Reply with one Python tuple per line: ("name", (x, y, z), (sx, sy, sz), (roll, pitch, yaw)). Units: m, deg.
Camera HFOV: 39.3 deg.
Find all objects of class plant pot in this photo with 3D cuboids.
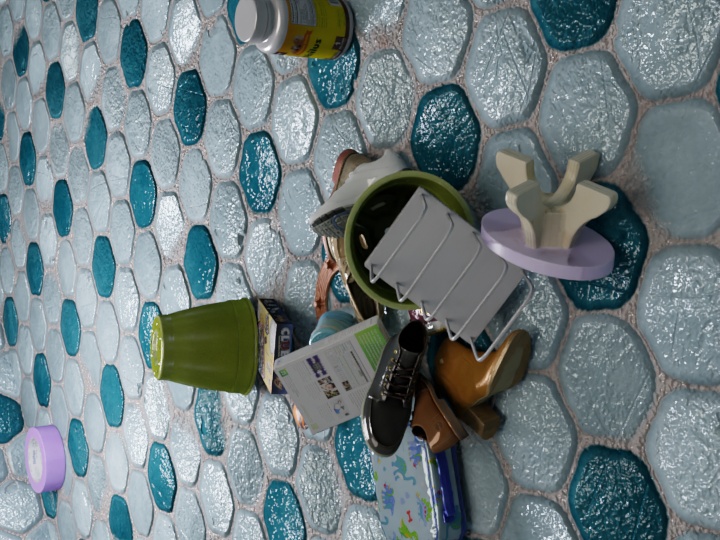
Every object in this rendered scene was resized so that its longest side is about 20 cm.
("plant pot", (0.057, -0.054, 1.559), (0.190, 0.196, 0.204), (-147, 58, -78))
("plant pot", (-0.327, 0.155, 2.069), (0.200, 0.189, 0.205), (-178, 90, -68))

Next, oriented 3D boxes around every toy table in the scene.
("toy table", (0.247, -0.078, 1.325), (0.197, 0.183, 0.119), (19, 125, 29))

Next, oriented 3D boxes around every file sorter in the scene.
("file sorter", (0.123, 0.007, 1.400), (0.140, 0.199, 0.125), (-53, 8, 11))

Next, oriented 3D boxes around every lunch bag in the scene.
("lunch bag", (0.095, 0.344, 1.630), (0.160, 0.081, 0.204), (-21, 76, 53))

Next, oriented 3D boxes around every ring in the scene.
("ring", (-0.031, 0.063, 1.836), (0.199, 0.019, 0.205), (7, 98, 54))

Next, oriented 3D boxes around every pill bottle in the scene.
("pill bottle", (-0.117, -0.431, 1.765), (0.108, 0.197, 0.112), (6, 97, 53))

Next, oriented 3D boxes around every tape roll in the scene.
("tape roll", (-0.986, 0.588, 3.153), (0.199, 0.065, 0.204), (7, 99, 53))

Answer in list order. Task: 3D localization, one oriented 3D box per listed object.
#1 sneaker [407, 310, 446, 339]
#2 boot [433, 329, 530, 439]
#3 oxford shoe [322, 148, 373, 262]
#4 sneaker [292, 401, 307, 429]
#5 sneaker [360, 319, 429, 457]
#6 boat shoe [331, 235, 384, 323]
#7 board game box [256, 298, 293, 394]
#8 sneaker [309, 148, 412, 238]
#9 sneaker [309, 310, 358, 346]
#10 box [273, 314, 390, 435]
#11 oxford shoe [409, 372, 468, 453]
("sneaker", (0.135, 0.043, 1.559), (0.199, 0.074, 0.092), (-27, 77, 51))
("boot", (0.173, 0.139, 1.518), (0.144, 0.070, 0.204), (46, 132, 41))
("oxford shoe", (-0.018, -0.106, 1.764), (0.074, 0.070, 0.204), (23, 112, 44))
("sneaker", (-0.072, 0.234, 1.870), (0.199, 0.076, 0.114), (-19, 81, 64))
("sneaker", (0.052, 0.176, 1.538), (0.107, 0.073, 0.203), (117, 165, -62))
("boat shoe", (0.000, 0.000, 1.721), (0.065, 0.070, 0.204), (120, 132, -90))
("board game box", (-0.171, 0.144, 1.964), (0.200, 0.034, 0.138), (-140, 54, -71))
("sneaker", (-0.001, -0.126, 1.694), (0.198, 0.075, 0.088), (-30, 47, 8))
("sneaker", (-0.005, 0.149, 1.749), (0.079, 0.201, 0.131), (-33, 18, 17))
("box", (-0.026, 0.175, 1.673), (0.197, 0.036, 0.146), (-23, 111, 15))
("oxford shoe", (0.100, 0.218, 1.566), (0.072, 0.071, 0.200), (52, -179, -20))
